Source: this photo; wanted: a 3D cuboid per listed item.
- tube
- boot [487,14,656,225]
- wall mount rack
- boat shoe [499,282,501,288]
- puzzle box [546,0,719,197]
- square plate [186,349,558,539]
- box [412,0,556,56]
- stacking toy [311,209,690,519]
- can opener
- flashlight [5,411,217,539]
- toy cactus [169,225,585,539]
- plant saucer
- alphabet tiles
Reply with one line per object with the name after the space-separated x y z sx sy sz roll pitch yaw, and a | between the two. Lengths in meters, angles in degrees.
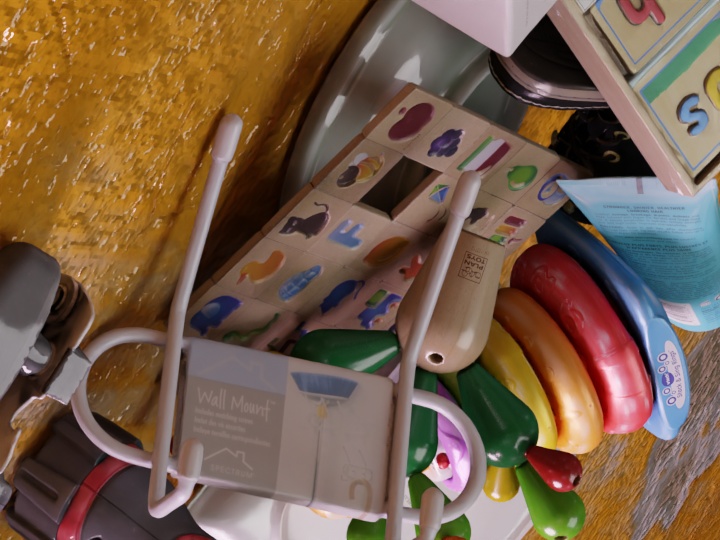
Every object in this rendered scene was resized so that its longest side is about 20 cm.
0.157 -0.016 1.481 0.200 0.077 0.051 44 43 -69 | tube
0.121 -0.077 1.448 0.203 0.074 0.154 -13 152 -39 | boot
-0.022 0.034 1.296 0.075 0.199 0.175 138 -39 -61 | wall mount rack
0.003 0.067 1.548 0.200 0.072 0.072 -48 161 -8 | boat shoe
0.182 -0.148 1.354 0.200 0.025 0.133 -45 119 -13 | puzzle box
0.022 0.116 1.529 0.198 0.028 0.200 -49 131 -16 | square plate
0.084 -0.215 1.263 0.200 0.097 0.125 -49 159 -22 | box
0.057 0.068 1.469 0.199 0.110 0.116 -30 133 -15 | stacking toy
-0.178 0.079 1.173 0.067 0.053 0.200 37 85 -39 | can opener
-0.063 0.139 1.293 0.068 0.200 0.068 -32 147 -50 | flashlight
0.023 0.060 1.383 0.102 0.199 0.166 -37 147 -86 | toy cactus
0.038 -0.075 1.440 0.200 0.050 0.200 -49 159 -26 | plant saucer
0.000 0.000 1.393 0.200 0.008 0.167 -43 149 17 | alphabet tiles
